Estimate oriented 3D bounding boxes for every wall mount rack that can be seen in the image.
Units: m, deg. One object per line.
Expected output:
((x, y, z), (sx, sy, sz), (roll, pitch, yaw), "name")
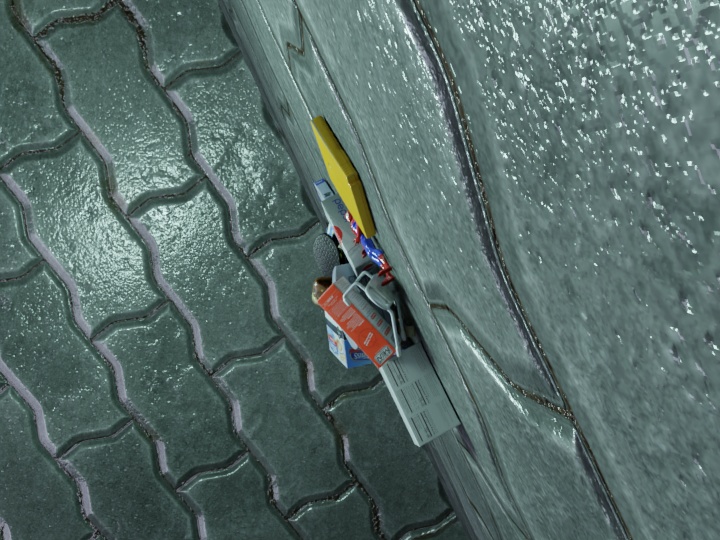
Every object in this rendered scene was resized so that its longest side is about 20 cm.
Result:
((0.048, 0.085, 1.300), (0.173, 0.075, 0.200), (42, -165, 0), "wall mount rack")

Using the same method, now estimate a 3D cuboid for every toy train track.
((0.105, 0.139, 1.430), (0.200, 0.032, 0.118), (161, 100, -80), "toy train track")

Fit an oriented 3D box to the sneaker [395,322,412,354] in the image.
((0.099, 0.202, 1.564), (0.096, 0.078, 0.202), (73, 170, -56), "sneaker")

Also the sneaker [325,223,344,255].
((-0.061, -0.068, 1.627), (0.202, 0.072, 0.084), (107, 153, -46), "sneaker")

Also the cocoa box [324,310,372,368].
((-0.008, 0.157, 1.578), (0.200, 0.130, 0.135), (-158, 60, -73), "cocoa box")

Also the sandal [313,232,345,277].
((-0.065, -0.008, 1.568), (0.204, 0.074, 0.048), (68, -152, -22), "sandal")

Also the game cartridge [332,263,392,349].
((0.005, 0.079, 1.439), (0.042, 0.130, 0.205), (126, 131, -68), "game cartridge")

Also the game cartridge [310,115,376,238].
((-0.033, -0.189, 1.230), (0.202, 0.032, 0.178), (59, 173, 35), "game cartridge")

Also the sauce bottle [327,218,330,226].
((-0.058, -0.090, 1.712), (0.065, 0.063, 0.202), (61, 172, 32), "sauce bottle")

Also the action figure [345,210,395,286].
((0.012, -0.059, 1.321), (0.203, 0.051, 0.066), (64, -178, 34), "action figure")

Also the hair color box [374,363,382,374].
((0.055, 0.211, 1.763), (0.202, 0.064, 0.111), (53, -158, 2), "hair color box")

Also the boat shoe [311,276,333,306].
((-0.024, 0.049, 1.495), (0.069, 0.194, 0.073), (94, 176, -45), "boat shoe")

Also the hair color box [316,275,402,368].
((0.000, 0.112, 1.345), (0.200, 0.061, 0.101), (46, -165, 3), "hair color box")

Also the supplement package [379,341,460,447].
((0.134, 0.290, 1.415), (0.156, 0.109, 0.204), (84, 161, -77), "supplement package")

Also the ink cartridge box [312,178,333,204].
((-0.087, -0.194, 1.816), (0.201, 0.041, 0.121), (55, 171, 52), "ink cartridge box")

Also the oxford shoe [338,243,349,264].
((0.000, 0.000, 1.550), (0.070, 0.073, 0.203), (16, 136, 60), "oxford shoe")

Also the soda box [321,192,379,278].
((-0.023, -0.087, 1.442), (0.064, 0.067, 0.203), (73, 171, -66), "soda box")
